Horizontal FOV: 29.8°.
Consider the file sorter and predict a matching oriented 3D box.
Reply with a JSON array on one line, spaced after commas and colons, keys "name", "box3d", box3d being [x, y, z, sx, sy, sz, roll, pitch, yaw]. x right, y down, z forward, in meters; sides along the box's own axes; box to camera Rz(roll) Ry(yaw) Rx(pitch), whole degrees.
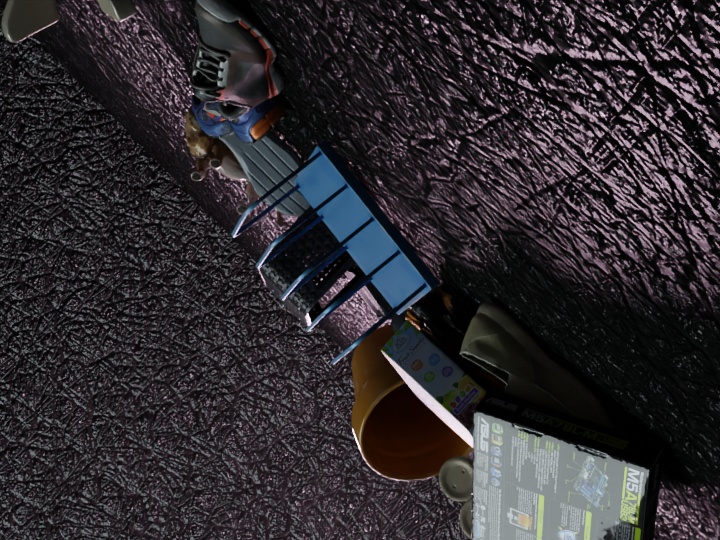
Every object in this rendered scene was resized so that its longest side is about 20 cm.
[{"name": "file sorter", "box3d": [-0.035, -0.014, 1.512, 0.201, 0.122, 0.139, 52, 160, 2]}]

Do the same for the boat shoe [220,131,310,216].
[{"name": "boat shoe", "box3d": [-0.126, -0.157, 1.714, 0.200, 0.072, 0.062, 51, -164, -17]}]

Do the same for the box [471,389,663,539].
[{"name": "box", "box3d": [0.207, 0.237, 1.386, 0.191, 0.048, 0.202, 14, 126, 25]}]

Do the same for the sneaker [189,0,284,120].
[{"name": "sneaker", "box3d": [-0.131, -0.201, 1.333, 0.077, 0.082, 0.200, 42, 173, 21]}]

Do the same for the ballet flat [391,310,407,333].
[{"name": "ballet flat", "box3d": [0.117, 0.129, 1.870, 0.200, 0.073, 0.073, 49, 173, -13]}]

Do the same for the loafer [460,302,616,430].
[{"name": "loafer", "box3d": [0.182, 0.122, 1.409, 0.200, 0.068, 0.076, 44, 173, 13]}]

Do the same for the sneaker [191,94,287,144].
[{"name": "sneaker", "box3d": [-0.149, -0.202, 1.555, 0.079, 0.075, 0.199, 57, 161, -23]}]

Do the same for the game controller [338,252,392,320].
[{"name": "game controller", "box3d": [0.000, 0.000, 1.983, 0.105, 0.042, 0.200, 58, -178, 36]}]

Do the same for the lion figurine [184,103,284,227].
[{"name": "lion figurine", "box3d": [-0.178, -0.154, 1.949, 0.200, 0.072, 0.123, 41, -151, -24]}]

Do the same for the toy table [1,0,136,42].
[{"name": "toy table", "box3d": [-0.265, -0.300, 1.237, 0.200, 0.182, 0.118, -123, 9, -57]}]

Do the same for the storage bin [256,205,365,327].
[{"name": "storage bin", "box3d": [-0.054, -0.010, 1.779, 0.094, 0.135, 0.200, 44, 173, 6]}]

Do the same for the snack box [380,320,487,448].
[{"name": "snack box", "box3d": [0.109, 0.149, 1.587, 0.142, 0.053, 0.200, 40, 174, 24]}]

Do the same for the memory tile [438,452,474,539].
[{"name": "memory tile", "box3d": [0.190, 0.238, 1.475, 0.154, 0.199, 0.017, 61, -156, 13]}]

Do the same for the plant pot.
[{"name": "plant pot", "box3d": [0.069, 0.182, 2.052, 0.200, 0.199, 0.184, 50, -172, -36]}]

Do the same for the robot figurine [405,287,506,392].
[{"name": "robot figurine", "box3d": [0.132, 0.094, 1.600, 0.200, 0.058, 0.145, 41, 172, 31]}]
